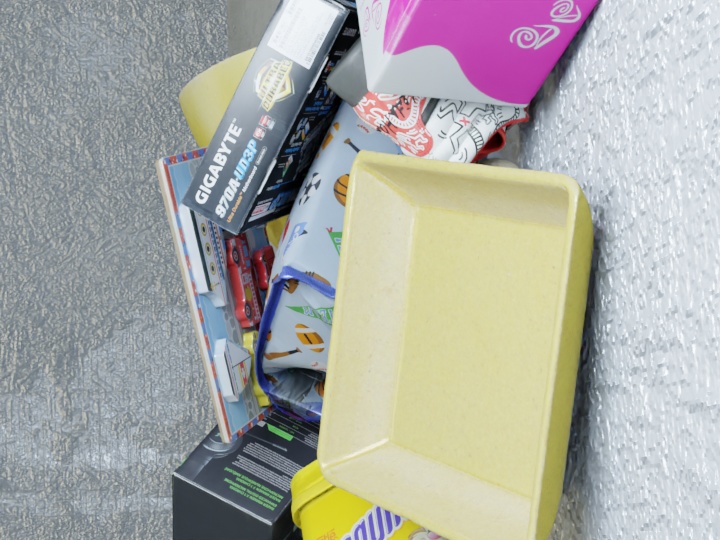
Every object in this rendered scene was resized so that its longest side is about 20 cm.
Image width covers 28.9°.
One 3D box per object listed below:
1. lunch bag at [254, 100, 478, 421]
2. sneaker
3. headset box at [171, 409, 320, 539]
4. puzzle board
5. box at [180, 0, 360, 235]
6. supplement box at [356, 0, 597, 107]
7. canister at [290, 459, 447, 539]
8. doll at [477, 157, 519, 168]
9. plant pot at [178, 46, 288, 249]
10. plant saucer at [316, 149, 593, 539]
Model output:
[{"bbox_3d":[0.000,0.000,0.983,0.200,0.123,0.171,118,175,-59],"label":"lunch bag"},{"bbox_3d":[0.062,-0.134,0.864,0.067,0.108,0.202,-41,11,43],"label":"sneaker"},{"bbox_3d":[-0.068,0.185,1.130,0.200,0.092,0.175,-49,-25,-43],"label":"headset box"},{"bbox_3d":[-0.089,0.009,1.020,0.151,0.017,0.202,-33,-69,-71],"label":"puzzle board"},{"bbox_3d":[-0.041,-0.113,0.958,0.160,0.046,0.200,-62,-6,12],"label":"box"},{"bbox_3d":[0.052,-0.204,0.780,0.101,0.102,0.202,123,147,-55],"label":"supplement box"},{"bbox_3d":[0.032,0.213,0.928,0.148,0.086,0.202,-34,49,29],"label":"canister"},{"bbox_3d":[0.079,0.033,0.838,0.136,0.048,0.203,163,107,-65],"label":"doll"},{"bbox_3d":[-0.037,-0.097,1.151,0.200,0.198,0.144,137,119,-77],"label":"plant pot"},{"bbox_3d":[0.057,0.041,0.783,0.199,0.048,0.203,14,98,55],"label":"plant saucer"}]
